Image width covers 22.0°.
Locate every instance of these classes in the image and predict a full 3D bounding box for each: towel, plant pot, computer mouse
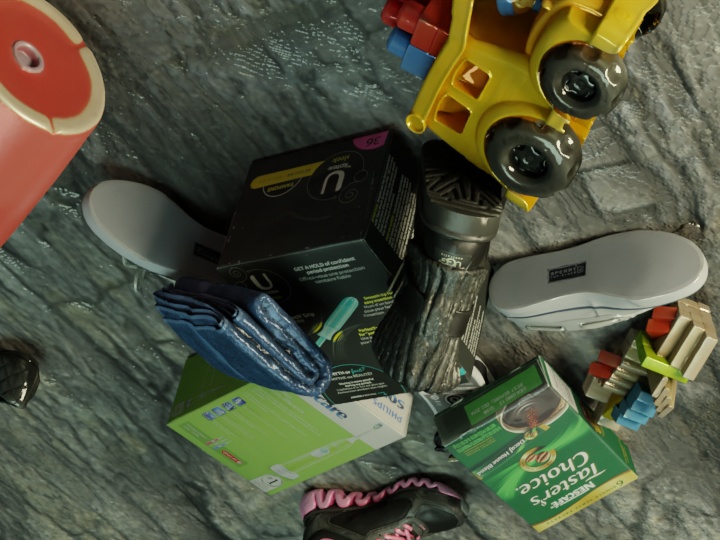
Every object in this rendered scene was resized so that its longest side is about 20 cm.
[{"bbox_3d":[-0.103,0.058,1.571,0.112,0.049,0.200,45,164,-21],"label":"towel"},{"bbox_3d":[-0.316,-0.126,1.500,0.200,0.201,0.177,37,127,-27],"label":"plant pot"},{"bbox_3d":[0.106,0.125,1.796,0.109,0.044,0.200,-1,144,19],"label":"computer mouse"}]

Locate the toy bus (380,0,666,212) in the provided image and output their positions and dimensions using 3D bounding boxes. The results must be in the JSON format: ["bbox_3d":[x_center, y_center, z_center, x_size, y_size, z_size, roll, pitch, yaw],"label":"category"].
[{"bbox_3d":[0.109,-0.174,1.370,0.192,0.136,0.200,31,139,3],"label":"toy bus"}]

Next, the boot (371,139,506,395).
[{"bbox_3d":[0.065,-0.009,1.474,0.079,0.211,0.158,14,113,5],"label":"boot"}]

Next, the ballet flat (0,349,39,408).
[{"bbox_3d":[-0.416,0.119,1.922,0.200,0.057,0.066,-9,140,35],"label":"ballet flat"}]

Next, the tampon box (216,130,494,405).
[{"bbox_3d":[0.000,0.000,1.600,0.150,0.126,0.200,-11,136,30],"label":"tampon box"}]

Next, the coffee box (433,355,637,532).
[{"bbox_3d":[0.172,0.170,1.781,0.123,0.044,0.200,-31,136,14],"label":"coffee box"}]

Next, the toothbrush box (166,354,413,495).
[{"bbox_3d":[-0.067,0.124,1.808,0.146,0.086,0.200,37,137,-27],"label":"toothbrush box"}]

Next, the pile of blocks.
[{"bbox_3d":[0.248,0.093,1.681,0.062,0.082,0.200,21,142,-11],"label":"pile of blocks"}]

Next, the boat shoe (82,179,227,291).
[{"bbox_3d":[-0.172,-0.015,1.688,0.202,0.075,0.086,23,150,-25],"label":"boat shoe"}]

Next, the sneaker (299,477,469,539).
[{"bbox_3d":[0.022,0.279,1.970,0.199,0.096,0.079,-11,134,26],"label":"sneaker"}]

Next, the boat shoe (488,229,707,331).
[{"bbox_3d":[0.213,0.014,1.613,0.200,0.074,0.065,-4,149,32],"label":"boat shoe"}]
